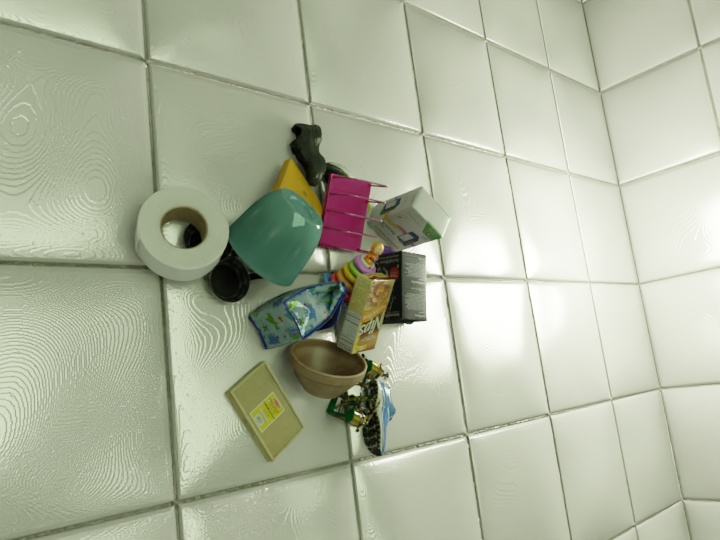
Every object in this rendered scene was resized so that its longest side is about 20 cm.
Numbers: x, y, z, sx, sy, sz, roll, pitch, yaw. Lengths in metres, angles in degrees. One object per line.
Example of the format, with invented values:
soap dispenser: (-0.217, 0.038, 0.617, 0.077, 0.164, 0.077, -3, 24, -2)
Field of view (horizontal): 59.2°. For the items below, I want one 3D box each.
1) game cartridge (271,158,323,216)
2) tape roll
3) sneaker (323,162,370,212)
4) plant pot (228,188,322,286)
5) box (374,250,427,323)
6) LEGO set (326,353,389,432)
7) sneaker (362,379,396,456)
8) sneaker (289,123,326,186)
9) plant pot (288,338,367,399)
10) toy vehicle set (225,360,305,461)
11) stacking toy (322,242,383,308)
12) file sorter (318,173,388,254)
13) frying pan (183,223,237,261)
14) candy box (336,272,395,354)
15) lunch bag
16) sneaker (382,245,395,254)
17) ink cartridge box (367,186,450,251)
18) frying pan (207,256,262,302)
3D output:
game cartridge: (-0.165, -0.170, 1.656, 0.177, 0.032, 0.201, 56, 27, -30)
tape roll: (-0.397, -0.082, 1.408, 0.200, 0.071, 0.205, 10, 65, -21)
sneaker: (-0.047, -0.221, 1.817, 0.200, 0.074, 0.085, 48, 51, -22)
plant pot: (-0.184, -0.091, 1.476, 0.200, 0.161, 0.201, 40, 18, -15)
box: (0.080, 0.053, 1.756, 0.103, 0.199, 0.185, 7, 78, -41)
LEGO set: (0.010, 0.331, 1.658, 0.115, 0.153, 0.202, 34, 60, -31)
sneaker: (0.061, 0.403, 1.732, 0.088, 0.078, 0.203, 18, 66, -36)
sneaker: (-0.151, -0.321, 1.755, 0.090, 0.076, 0.203, 8, 58, -32)
plant pot: (-0.088, 0.257, 1.591, 0.199, 0.200, 0.094, -2, 113, -43)
toy vehicle set: (-0.225, 0.336, 1.518, 0.124, 0.026, 0.202, -38, 105, -43)
stacking toy: (0.000, 0.000, 1.694, 0.115, 0.200, 0.111, 17, 35, -38)
file sorter: (-0.014, -0.150, 1.738, 0.137, 0.125, 0.203, 7, 95, -34)
frying pan: (-0.325, -0.066, 1.501, 0.188, 0.031, 0.117, 1, 65, -29)
candy box: (0.015, 0.109, 1.652, 0.115, 0.055, 0.203, -1, 110, -56)
lunch bag: (-0.144, 0.098, 1.564, 0.200, 0.169, 0.129, -37, 103, -45)
sneaker: (0.118, 0.006, 1.860, 0.080, 0.089, 0.201, -34, 79, -11)
ink cartridge box: (0.142, -0.148, 1.887, 0.145, 0.199, 0.088, 43, 56, -26)
frying pan: (-0.296, 0.005, 1.544, 0.190, 0.031, 0.116, -37, 101, -44)
